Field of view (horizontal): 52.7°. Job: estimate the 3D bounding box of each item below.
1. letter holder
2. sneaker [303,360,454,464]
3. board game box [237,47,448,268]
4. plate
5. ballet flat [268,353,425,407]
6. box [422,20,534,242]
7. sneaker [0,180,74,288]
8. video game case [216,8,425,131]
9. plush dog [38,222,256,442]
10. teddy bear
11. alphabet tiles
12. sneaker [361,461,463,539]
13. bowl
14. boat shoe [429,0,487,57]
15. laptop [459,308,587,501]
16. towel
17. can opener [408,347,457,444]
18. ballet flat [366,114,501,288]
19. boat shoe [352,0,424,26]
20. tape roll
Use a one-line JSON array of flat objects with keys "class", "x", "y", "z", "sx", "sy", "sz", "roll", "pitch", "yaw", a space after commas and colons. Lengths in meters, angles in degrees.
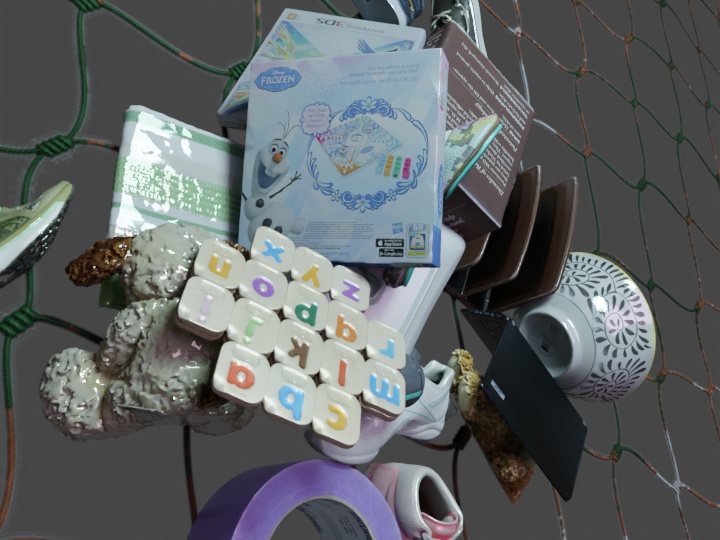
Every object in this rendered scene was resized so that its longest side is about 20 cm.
[{"class": "letter holder", "x": 0.199, "y": -0.059, "z": 0.963, "sx": 0.100, "sy": 0.141, "sz": 0.202, "roll": 38, "pitch": 53, "yaw": -24}, {"class": "sneaker", "x": 0.022, "y": 0.133, "z": 0.727, "sx": 0.199, "sy": 0.070, "sz": 0.081, "roll": -6, "pitch": 121, "yaw": -49}, {"class": "board game box", "x": -0.018, "y": -0.105, "z": 0.703, "sx": 0.043, "sy": 0.197, "sz": 0.202, "roll": 20, "pitch": 73, "yaw": -71}, {"class": "plate", "x": 0.000, "y": 0.000, "z": 0.770, "sx": 0.198, "sy": 0.032, "sz": 0.202, "roll": 32, "pitch": 77, "yaw": -13}, {"class": "ballet flat", "x": -0.038, "y": 0.084, "z": 0.675, "sx": 0.073, "sy": 0.197, "sz": 0.074, "roll": 15, "pitch": 90, "yaw": -70}, {"class": "box", "x": 0.082, "y": -0.148, "z": 0.876, "sx": 0.164, "sy": 0.165, "sz": 0.202, "roll": 40, "pitch": 53, "yaw": -23}, {"class": "sneaker", "x": -0.306, "y": -0.025, "z": 0.559, "sx": 0.089, "sy": 0.077, "sz": 0.201, "roll": 45, "pitch": 48, "yaw": -8}, {"class": "video game case", "x": -0.039, "y": -0.218, "z": 0.812, "sx": 0.022, "sy": 0.180, "sz": 0.202, "roll": 84, "pitch": 24, "yaw": -53}, {"class": "plush dog", "x": -0.152, "y": 0.041, "z": 0.611, "sx": 0.198, "sy": 0.160, "sz": 0.174, "roll": 7, "pitch": 64, "yaw": -38}, {"class": "teddy bear", "x": 0.161, "y": 0.181, "z": 0.862, "sx": 0.066, "sy": 0.145, "sz": 0.202, "roll": -30, "pitch": 98, "yaw": 2}, {"class": "alphabet tiles", "x": -0.049, "y": 0.048, "z": 0.590, "sx": 0.198, "sy": 0.015, "sz": 0.197, "roll": 27, "pitch": 35, "yaw": -17}, {"class": "sneaker", "x": 0.053, "y": 0.295, "z": 0.733, "sx": 0.075, "sy": 0.104, "sz": 0.203, "roll": 8, "pitch": 70, "yaw": -41}, {"class": "bowl", "x": 0.262, "y": 0.085, "z": 0.930, "sx": 0.093, "sy": 0.200, "sz": 0.204, "roll": -15, "pitch": 84, "yaw": -39}, {"class": "boat shoe", "x": 0.137, "y": -0.356, "z": 1.067, "sx": 0.063, "sy": 0.070, "sz": 0.203, "roll": -11, "pitch": 84, "yaw": -44}, {"class": "laptop", "x": 0.181, "y": 0.151, "z": 0.876, "sx": 0.103, "sy": 0.200, "sz": 0.178, "roll": -40, "pitch": 104, "yaw": -13}, {"class": "towel", "x": -0.175, "y": -0.047, "z": 0.713, "sx": 0.148, "sy": 0.031, "sz": 0.203, "roll": 16, "pitch": 67, "yaw": -35}, {"class": "can opener", "x": 0.037, "y": 0.107, "z": 0.821, "sx": 0.201, "sy": 0.052, "sz": 0.067, "roll": 54, "pitch": 49, "yaw": -13}, {"class": "ballet flat", "x": 0.063, "y": -0.080, "z": 0.728, "sx": 0.071, "sy": 0.202, "sz": 0.069, "roll": 31, "pitch": 7, "yaw": 4}, {"class": "boat shoe", "x": 0.011, "y": -0.415, "z": 0.984, "sx": 0.201, "sy": 0.070, "sz": 0.091, "roll": 57, "pitch": 46, "yaw": -19}, {"class": "tape roll", "x": -0.057, "y": 0.277, "z": 0.655, "sx": 0.198, "sy": 0.084, "sz": 0.203, "roll": 15, "pitch": 66, "yaw": -37}]
